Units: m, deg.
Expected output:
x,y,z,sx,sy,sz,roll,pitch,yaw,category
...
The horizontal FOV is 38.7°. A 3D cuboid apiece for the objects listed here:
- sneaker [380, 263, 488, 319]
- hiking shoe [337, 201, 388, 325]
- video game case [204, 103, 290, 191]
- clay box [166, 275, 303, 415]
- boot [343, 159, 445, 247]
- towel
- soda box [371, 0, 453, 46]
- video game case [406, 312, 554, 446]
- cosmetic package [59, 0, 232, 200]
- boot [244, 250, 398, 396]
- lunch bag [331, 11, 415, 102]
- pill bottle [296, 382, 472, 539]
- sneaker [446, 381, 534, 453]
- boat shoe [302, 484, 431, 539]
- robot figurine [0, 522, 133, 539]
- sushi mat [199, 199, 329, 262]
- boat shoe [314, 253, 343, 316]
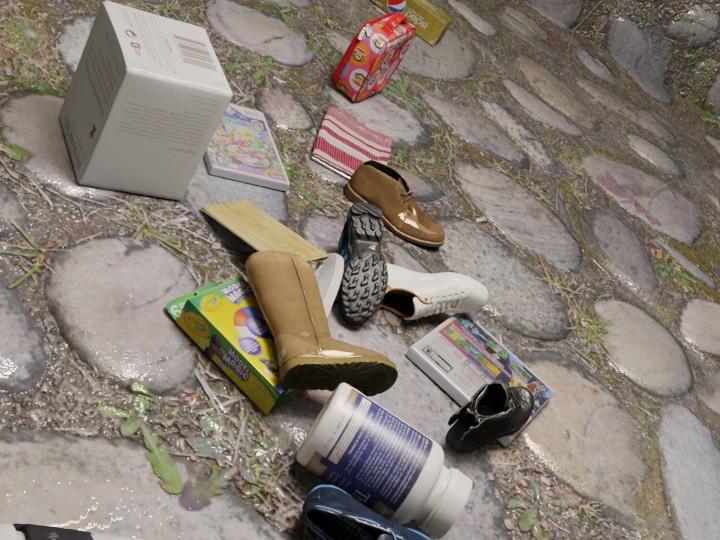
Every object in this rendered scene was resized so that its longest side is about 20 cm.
x,y,z,sx,sy,sz,roll,pitch,yaw,category
0.106,0.050,1.583,0.196,0.073,0.085,8,42,-12,sneaker
0.000,0.000,1.549,0.073,0.087,0.203,13,59,-10,hiking shoe
-0.204,-0.215,1.703,0.141,0.018,0.201,11,39,-32,video game case
-0.148,0.084,1.329,0.200,0.048,0.114,44,33,13,clay box
0.070,-0.114,1.764,0.198,0.076,0.074,33,30,-3,boot
-0.013,-0.225,1.886,0.142,0.023,0.201,27,33,-9,towel
0.126,-0.641,2.518,0.199,0.068,0.064,37,31,4,soda box
0.185,0.157,1.556,0.200,0.023,0.182,42,33,14,video game case
-0.310,-0.238,1.465,0.164,0.201,0.168,7,40,-36,cosmetic package
-0.051,0.064,1.338,0.173,0.066,0.202,12,39,-31,boot
0.035,-0.442,2.070,0.082,0.177,0.200,37,32,7,lunch bag
0.031,0.233,1.231,0.198,0.112,0.111,33,32,0,pill bottle
0.187,0.191,1.409,0.198,0.105,0.060,-23,63,-36,sneaker
0.017,0.319,1.145,0.198,0.085,0.069,24,11,10,boat shoe
-0.262,0.289,0.888,0.197,0.150,0.127,15,73,-27,robot figurine
-0.141,-0.055,1.496,0.095,0.012,0.199,-9,34,-46,sushi mat
-0.075,0.033,1.453,0.068,0.072,0.201,28,41,-8,boat shoe
